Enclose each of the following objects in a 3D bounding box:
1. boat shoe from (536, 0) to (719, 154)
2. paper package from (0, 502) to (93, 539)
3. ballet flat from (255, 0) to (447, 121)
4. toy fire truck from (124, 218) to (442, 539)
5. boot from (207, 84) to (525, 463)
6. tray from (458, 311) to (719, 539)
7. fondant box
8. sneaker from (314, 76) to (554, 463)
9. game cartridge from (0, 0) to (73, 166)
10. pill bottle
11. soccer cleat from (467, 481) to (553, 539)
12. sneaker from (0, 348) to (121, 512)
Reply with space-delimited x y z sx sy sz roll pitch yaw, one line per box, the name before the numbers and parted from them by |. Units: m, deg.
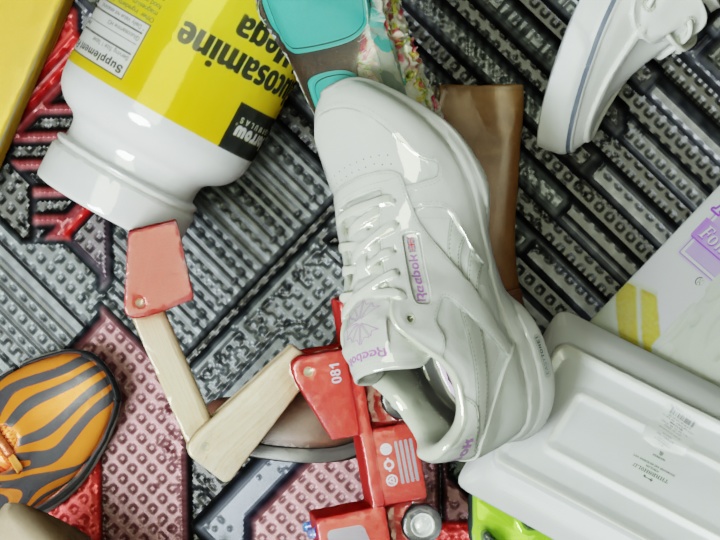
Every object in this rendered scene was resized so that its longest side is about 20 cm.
boat shoe | 0.156 -0.146 1.388 0.065 0.074 0.201 26 94 10
paper package | -0.156 0.255 1.385 0.200 0.103 0.191 40 94 22
ballet flat | -0.005 -0.122 1.342 0.075 0.064 0.201 -3 123 24
toy fire truck | -0.041 0.067 1.350 0.140 0.049 0.201 -9 93 -5
boot | 0.000 0.000 1.408 0.187 0.068 0.201 -5 89 7
tray | 0.148 0.100 1.305 0.200 0.022 0.108 27 79 31
fondant box | 0.202 0.044 1.353 0.200 0.058 0.144 -46 57 -1
sneaker | 0.024 0.000 1.292 0.075 0.099 0.201 -28 87 43
game cartridge | -0.257 -0.137 1.459 0.176 0.032 0.201 24 90 6
pill bottle | -0.087 -0.118 1.396 0.112 0.112 0.201 29 94 6
soccer cleat | 0.096 0.176 1.387 0.067 0.081 0.201 -14 88 -6
sneaker | -0.217 0.116 1.410 0.200 0.112 0.078 -38 86 5
